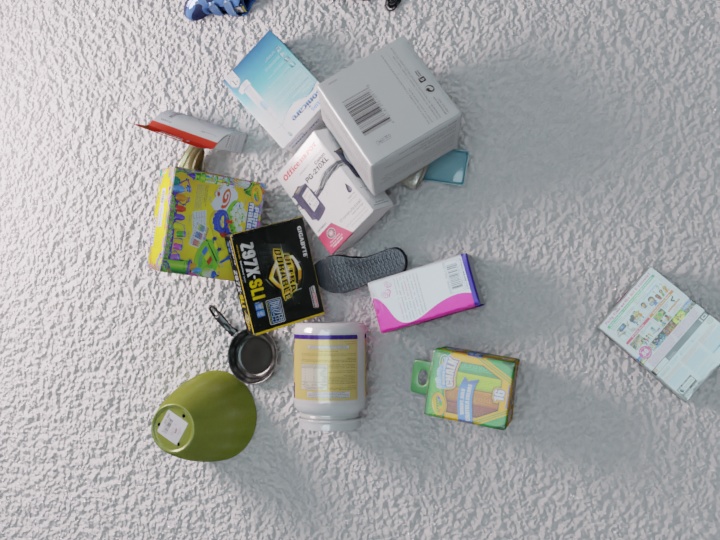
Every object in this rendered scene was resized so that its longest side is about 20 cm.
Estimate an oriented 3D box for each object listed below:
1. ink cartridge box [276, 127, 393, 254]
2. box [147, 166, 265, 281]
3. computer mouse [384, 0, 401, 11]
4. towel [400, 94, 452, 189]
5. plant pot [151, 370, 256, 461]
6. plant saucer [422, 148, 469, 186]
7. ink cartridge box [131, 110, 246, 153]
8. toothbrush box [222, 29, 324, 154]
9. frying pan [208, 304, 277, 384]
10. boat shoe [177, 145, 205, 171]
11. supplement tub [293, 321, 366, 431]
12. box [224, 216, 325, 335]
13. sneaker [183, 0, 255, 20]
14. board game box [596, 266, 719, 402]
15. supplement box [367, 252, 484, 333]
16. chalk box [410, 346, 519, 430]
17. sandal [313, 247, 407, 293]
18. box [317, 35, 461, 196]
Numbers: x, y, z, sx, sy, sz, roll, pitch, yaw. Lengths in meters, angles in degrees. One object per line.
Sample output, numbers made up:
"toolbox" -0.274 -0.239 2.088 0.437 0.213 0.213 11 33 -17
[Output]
"ink cartridge box" -0.053 -0.159 1.649 0.145 0.084 0.201 -44 77 34
"box" -0.308 -0.089 1.672 0.190 0.122 0.203 9 90 -27
"computer mouse" -0.003 -0.615 1.695 0.197 0.046 0.143 15 93 15
"towel" 0.092 -0.271 1.650 0.131 0.034 0.202 23 85 19
"plant pot" -0.330 0.303 1.670 0.184 0.200 0.190 -1 88 15
"plant saucer" 0.116 -0.215 1.663 0.197 0.019 0.071 10 90 16
"ink cartridge box" -0.344 -0.286 1.696 0.161 0.200 0.058 20 95 14
"toothbrush box" -0.158 -0.360 1.708 0.146 0.085 0.200 -45 77 8
"frying pan" -0.254 0.162 1.742 0.188 0.031 0.116 24 94 18
"boat shoe" -0.359 -0.170 1.768 0.062 0.073 0.203 20 104 9
"supplement tub" -0.059 0.202 1.629 0.143 0.145 0.203 0 87 15
"box" -0.168 0.009 1.653 0.158 0.049 0.203 -15 97 -24
"sneaker" -0.281 -0.570 1.757 0.198 0.074 0.083 -25 84 14
"board game box" 0.551 0.114 1.510 0.200 0.064 0.148 42 97 11
"supplement box" 0.128 0.045 1.607 0.197 0.103 0.103 -17 84 13
"chalk box" 0.190 0.214 1.572 0.197 0.124 0.127 7 89 15
"sandal" 0.000 0.001 1.674 0.197 0.043 0.077 -7 94 16
"box" 0.053 -0.286 1.558 0.198 0.131 0.200 -31 72 -8
